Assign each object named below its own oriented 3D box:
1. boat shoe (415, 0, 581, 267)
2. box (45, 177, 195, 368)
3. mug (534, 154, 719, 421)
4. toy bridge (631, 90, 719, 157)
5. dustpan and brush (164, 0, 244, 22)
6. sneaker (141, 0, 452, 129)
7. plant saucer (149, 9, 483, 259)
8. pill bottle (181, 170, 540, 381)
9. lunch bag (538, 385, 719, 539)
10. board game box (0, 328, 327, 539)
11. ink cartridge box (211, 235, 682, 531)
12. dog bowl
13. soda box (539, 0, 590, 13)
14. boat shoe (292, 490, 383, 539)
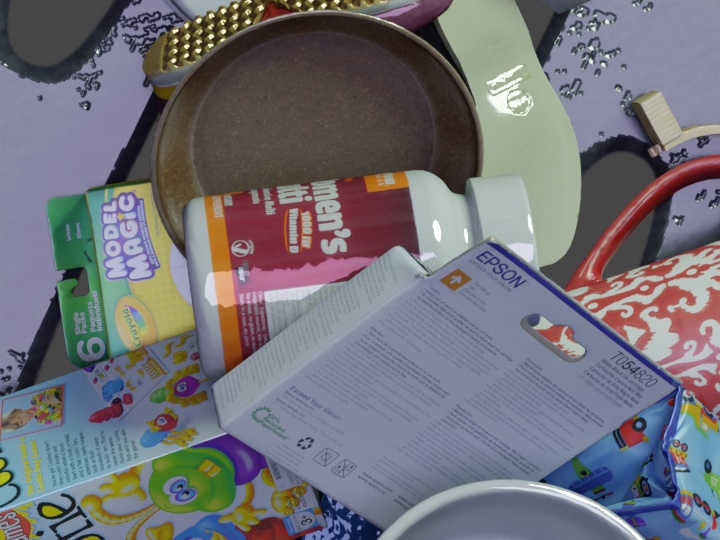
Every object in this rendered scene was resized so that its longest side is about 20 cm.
[{"bbox_3d":[0.082,-0.099,1.663,0.074,0.063,0.202,-21,93,-23],"label":"boat shoe"},{"bbox_3d":[-0.092,-0.005,1.662,0.199,0.048,0.118,-9,92,-1],"label":"box"},{"bbox_3d":[0.205,0.036,1.659,0.199,0.178,0.134,-16,129,2],"label":"mug"},{"bbox_3d":[0.268,-0.125,1.684,0.200,0.027,0.067,-32,98,-4],"label":"toy bridge"},{"bbox_3d":[-0.113,-0.220,1.654,0.199,0.057,0.140,18,104,-11],"label":"dustpan and brush"},{"bbox_3d":[-0.028,-0.129,1.627,0.199,0.075,0.090,-17,122,10],"label":"sneaker"},{"bbox_3d":[-0.027,-0.070,1.594,0.200,0.037,0.201,-3,119,-5],"label":"plant saucer"},{"bbox_3d":[0.000,0.000,1.553,0.199,0.110,0.110,-8,92,-3],"label":"pill bottle"},{"bbox_3d":[0.151,0.169,1.622,0.200,0.094,0.151,-23,132,33],"label":"lunch bag"},{"bbox_3d":[-0.136,0.123,1.614,0.199,0.105,0.103,-19,129,0],"label":"board game box"},{"bbox_3d":[0.051,0.065,1.522,0.200,0.041,0.199,-35,134,20],"label":"ink cartridge box"},{"bbox_3d":[0.082,0.224,1.487,0.199,0.079,0.201,3,64,-7],"label":"dog bowl"},{"bbox_3d":[0.072,-0.240,1.625,0.200,0.068,0.064,32,74,-17],"label":"soda box"},{"bbox_3d":[0.003,0.136,1.662,0.084,0.069,0.200,39,93,-2],"label":"boat shoe"}]
